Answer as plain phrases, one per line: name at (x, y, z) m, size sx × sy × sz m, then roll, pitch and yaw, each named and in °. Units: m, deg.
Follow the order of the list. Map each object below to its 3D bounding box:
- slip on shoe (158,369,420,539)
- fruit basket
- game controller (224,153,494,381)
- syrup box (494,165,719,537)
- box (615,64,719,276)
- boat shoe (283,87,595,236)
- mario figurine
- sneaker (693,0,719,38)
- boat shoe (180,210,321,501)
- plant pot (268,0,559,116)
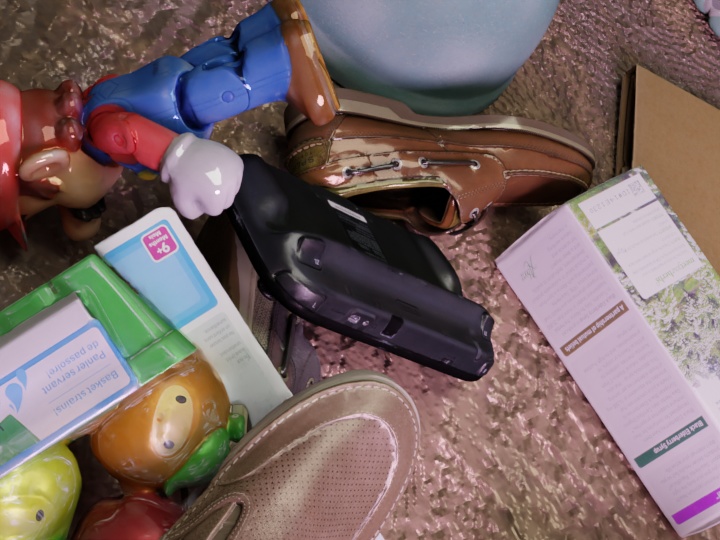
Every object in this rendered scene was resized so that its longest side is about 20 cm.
slip on shoe at (-0.047, 0.120, 0.711) m, size 0.200 × 0.061 × 0.076 m, roll -38°, pitch 108°, yaw -15°
fruit basket at (-0.107, 0.101, 0.753) m, size 0.185 × 0.094 × 0.200 m, roll -32°, pitch 86°, yaw -10°
game controller at (0.000, 0.000, 0.915) m, size 0.200 × 0.042 × 0.104 m, roll 24°, pitch 22°, yaw -52°
syrup box at (0.177, 0.047, 1.025) m, size 0.079 × 0.081 × 0.200 m, roll -26°, pitch 79°, yaw -40°
box at (0.257, -0.034, 1.173) m, size 0.200 × 0.021 × 0.164 m, roll 25°, pitch 51°, yaw -20°
boat shoe at (0.048, -0.051, 1.012) m, size 0.199 × 0.072 × 0.068 m, roll 5°, pitch 63°, yaw -21°
mario figurine at (-0.107, -0.059, 0.857) m, size 0.199 × 0.123 × 0.106 m, roll -20°, pitch 81°, yaw 2°
sneaker at (0.295, -0.256, 1.258) m, size 0.078 × 0.140 × 0.200 m, roll -18°, pitch 73°, yaw -41°
boat shoe at (-0.050, 0.052, 0.870) m, size 0.066 × 0.072 × 0.201 m, roll 14°, pitch 51°, yaw -21°
plant pot at (0.051, -0.212, 1.066) m, size 0.200 × 0.134 × 0.201 m, roll 17°, pitch 54°, yaw -25°
